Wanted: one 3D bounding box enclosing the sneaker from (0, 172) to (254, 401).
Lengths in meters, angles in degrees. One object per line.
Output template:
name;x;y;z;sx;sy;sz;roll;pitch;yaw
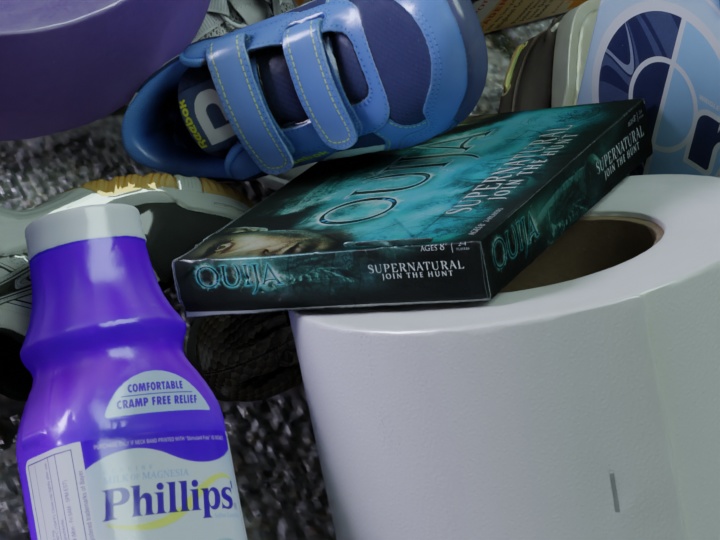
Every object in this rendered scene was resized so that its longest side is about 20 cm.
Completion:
sneaker;-0.128;0.013;1.092;0.199;0.076;0.088;-8;73;-31

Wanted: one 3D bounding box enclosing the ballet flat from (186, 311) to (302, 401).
ballet flat;0.000;0.000;1.174;0.200;0.046;0.068;-34;102;-43

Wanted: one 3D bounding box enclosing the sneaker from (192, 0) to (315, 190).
sneaker;-0.063;-0.121;1.224;0.075;0.082;0.200;-27;71;-43

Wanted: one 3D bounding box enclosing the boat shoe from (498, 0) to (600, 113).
boat shoe;0.091;-0.034;1.257;0.072;0.059;0.201;25;64;-30

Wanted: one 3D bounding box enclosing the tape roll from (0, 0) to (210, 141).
tape roll;-0.161;-0.163;1.148;0.199;0.085;0.201;3;61;-5

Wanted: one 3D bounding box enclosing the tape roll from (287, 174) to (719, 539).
tape roll;0.080;0.056;1.053;0.202;0.202;0.140;-26;111;-43

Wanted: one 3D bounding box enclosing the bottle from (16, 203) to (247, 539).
bottle;-0.091;0.076;1.013;0.083;0.065;0.201;-1;74;-39

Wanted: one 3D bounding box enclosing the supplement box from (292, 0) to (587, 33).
supplement box;0.068;-0.182;1.327;0.199;0.126;0.074;-19;67;-40

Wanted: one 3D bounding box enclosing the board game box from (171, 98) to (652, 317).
board game box;0.026;-0.028;1.077;0.200;0.135;0.028;-38;121;-60

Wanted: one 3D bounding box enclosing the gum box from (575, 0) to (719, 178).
gum box;0.168;-0.060;1.119;0.044;0.201;0.170;-15;38;-37

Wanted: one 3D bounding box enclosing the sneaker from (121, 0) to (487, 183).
sneaker;-0.025;-0.075;1.096;0.082;0.200;0.074;-21;92;-39
